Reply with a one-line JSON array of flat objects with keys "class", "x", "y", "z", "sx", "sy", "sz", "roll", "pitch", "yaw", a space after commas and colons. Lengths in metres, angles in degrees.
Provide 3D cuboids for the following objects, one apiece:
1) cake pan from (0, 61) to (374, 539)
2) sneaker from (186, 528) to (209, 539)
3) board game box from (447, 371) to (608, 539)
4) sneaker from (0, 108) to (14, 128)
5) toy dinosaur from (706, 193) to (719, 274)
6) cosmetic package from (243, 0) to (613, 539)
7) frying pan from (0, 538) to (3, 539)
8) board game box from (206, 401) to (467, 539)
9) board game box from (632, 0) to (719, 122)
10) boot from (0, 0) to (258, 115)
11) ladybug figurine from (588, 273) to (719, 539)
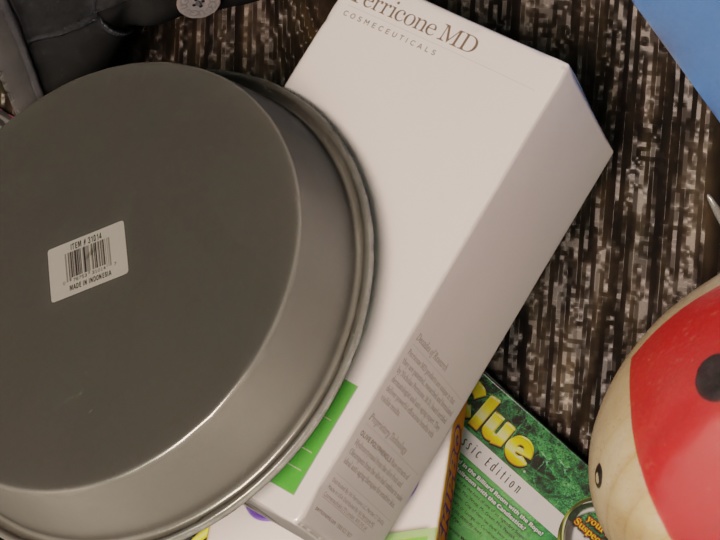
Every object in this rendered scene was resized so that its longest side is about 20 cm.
[{"class": "cake pan", "x": -0.091, "y": 0.007, "z": 0.868, "sx": 0.199, "sy": 0.037, "sz": 0.202, "roll": -13, "pitch": 60, "yaw": 23}, {"class": "sneaker", "x": -0.046, "y": 0.092, "z": 0.991, "sx": 0.074, "sy": 0.085, "sz": 0.202, "roll": -18, "pitch": 96, "yaw": 18}, {"class": "board game box", "x": 0.081, "y": 0.136, "z": 0.967, "sx": 0.200, "sy": 0.023, "sz": 0.105, "roll": 42, "pitch": 73, "yaw": 4}, {"class": "sneaker", "x": -0.156, "y": 0.004, "z": 0.988, "sx": 0.200, "sy": 0.080, "sz": 0.087, "roll": 45, "pitch": 117, "yaw": 28}, {"class": "toy dinosaur", "x": 0.166, "y": 0.062, "z": 0.940, "sx": 0.102, "sy": 0.077, "sz": 0.201, "roll": 28, "pitch": 114, "yaw": 21}, {"class": "cosmetic package", "x": 0.000, "y": 0.000, "z": 0.905, "sx": 0.107, "sy": 0.085, "sz": 0.201, "roll": 25, "pitch": 80, "yaw": 26}, {"class": "frying pan", "x": -0.186, "y": 0.056, "z": 1.008, "sx": 0.189, "sy": 0.116, "sz": 0.031, "roll": 19, "pitch": 150, "yaw": -11}, {"class": "board game box", "x": -0.004, "y": 0.050, "z": 0.950, "sx": 0.095, "sy": 0.030, "sz": 0.202, "roll": 5, "pitch": 74, "yaw": 15}, {"class": "board game box", "x": 0.165, "y": -0.143, "z": 0.858, "sx": 0.158, "sy": 0.039, "sz": 0.201, "roll": -32, "pitch": 100, "yaw": 38}, {"class": "boot", "x": -0.055, "y": -0.120, "z": 0.948, "sx": 0.198, "sy": 0.165, "sz": 0.066, "roll": -20, "pitch": 71, "yaw": -3}, {"class": "ladybug figurine", "x": 0.169, "y": 0.060, "z": 0.857, "sx": 0.199, "sy": 0.072, "sz": 0.136, "roll": -30, "pitch": 89, "yaw": 25}]
